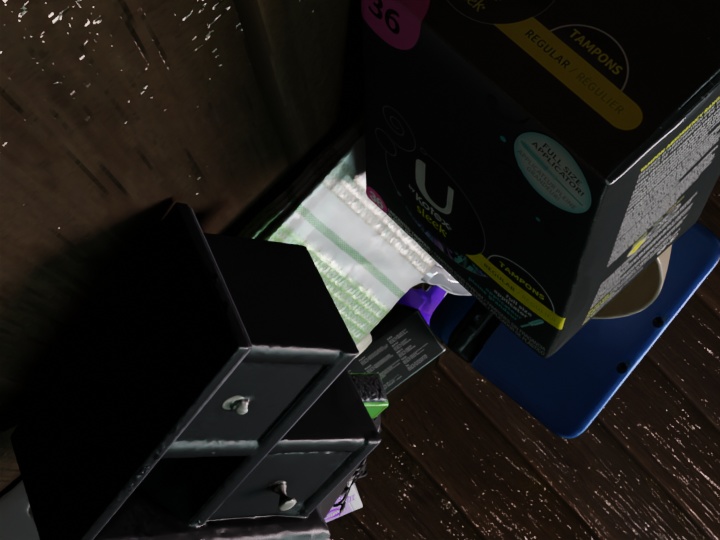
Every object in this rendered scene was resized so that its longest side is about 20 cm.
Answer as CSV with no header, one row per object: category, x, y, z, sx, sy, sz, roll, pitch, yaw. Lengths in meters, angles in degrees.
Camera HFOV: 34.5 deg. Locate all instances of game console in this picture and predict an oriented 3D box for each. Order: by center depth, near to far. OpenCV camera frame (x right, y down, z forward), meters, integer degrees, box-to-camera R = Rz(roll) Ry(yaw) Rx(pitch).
game console,0.170,0.014,0.965,0.200,0.118,0.171,-51,-171,2

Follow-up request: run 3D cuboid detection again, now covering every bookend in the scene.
bookend,-0.057,0.073,0.653,0.200,0.092,0.199,7,134,-44

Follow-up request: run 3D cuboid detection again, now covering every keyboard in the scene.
keyboard,-0.027,0.167,1.064,0.200,0.040,0.104,-45,137,-63

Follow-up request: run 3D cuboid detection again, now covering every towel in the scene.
towel,-0.014,-0.013,0.726,0.200,0.031,0.149,-45,144,2

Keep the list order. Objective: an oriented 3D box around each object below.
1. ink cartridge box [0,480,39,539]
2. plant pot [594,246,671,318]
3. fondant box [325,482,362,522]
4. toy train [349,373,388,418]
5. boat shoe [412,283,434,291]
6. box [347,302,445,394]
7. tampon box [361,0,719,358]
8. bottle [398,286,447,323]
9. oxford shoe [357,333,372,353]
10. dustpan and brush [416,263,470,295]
ink cartridge box,-0.194,0.187,0.848,0.147,0.083,0.200,-41,169,-15
plant pot,0.142,-0.075,0.845,0.135,0.200,0.200,-64,179,-23
fondant box,-0.086,0.215,1.189,0.144,0.058,0.200,-22,150,-2
toy train,-0.067,0.101,0.880,0.200,0.042,0.056,3,148,-34
boat shoe,0.054,-0.016,1.015,0.200,0.069,0.074,-49,169,34
box,-0.031,0.105,1.031,0.200,0.044,0.160,-36,-173,-6
tampon box,0.094,-0.077,0.582,0.126,0.150,0.200,-41,159,-16
bottle,0.080,-0.005,1.113,0.083,0.065,0.200,-37,160,-47
oxford shoe,-0.058,0.067,0.986,0.075,0.058,0.200,-45,-173,-31
dustpan and brush,0.030,-0.011,0.827,0.140,0.057,0.200,-45,156,20
